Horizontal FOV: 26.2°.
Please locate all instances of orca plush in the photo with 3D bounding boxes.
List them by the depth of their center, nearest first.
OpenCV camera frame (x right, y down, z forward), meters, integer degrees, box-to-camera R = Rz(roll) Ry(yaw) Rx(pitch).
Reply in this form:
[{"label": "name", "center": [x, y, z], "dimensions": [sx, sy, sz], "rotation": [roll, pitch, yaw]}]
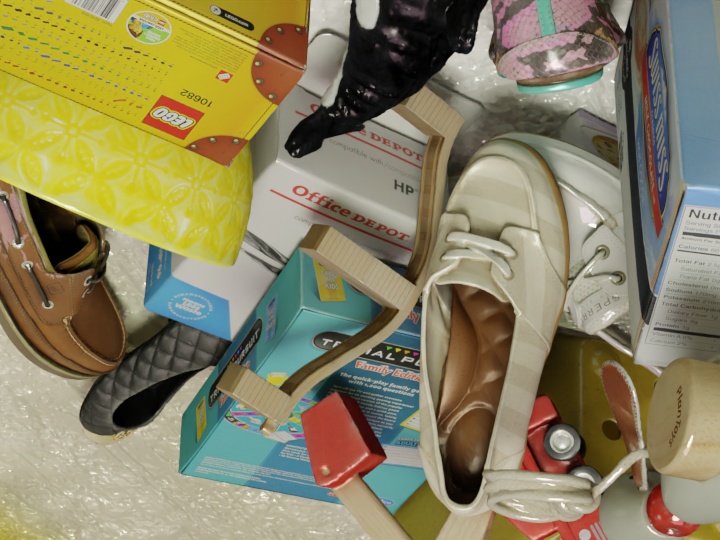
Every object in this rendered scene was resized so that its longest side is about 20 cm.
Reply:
[{"label": "orca plush", "center": [0.024, -0.125, 0.738], "dimensions": [0.105, 0.071, 0.200], "rotation": [17, 124, -37]}]

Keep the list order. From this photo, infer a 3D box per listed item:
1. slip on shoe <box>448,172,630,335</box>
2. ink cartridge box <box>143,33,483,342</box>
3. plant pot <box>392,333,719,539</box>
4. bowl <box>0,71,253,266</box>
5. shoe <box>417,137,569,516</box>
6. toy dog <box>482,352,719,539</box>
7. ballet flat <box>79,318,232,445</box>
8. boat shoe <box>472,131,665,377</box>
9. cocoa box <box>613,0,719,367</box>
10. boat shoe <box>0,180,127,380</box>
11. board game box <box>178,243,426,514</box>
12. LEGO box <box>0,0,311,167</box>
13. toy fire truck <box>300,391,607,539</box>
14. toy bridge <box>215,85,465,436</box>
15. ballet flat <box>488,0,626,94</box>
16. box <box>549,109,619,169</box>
[{"label": "slip on shoe", "center": [0.132, -0.005, 0.927], "dimensions": [0.200, 0.061, 0.074], "rotation": [22, 118, -5]}, {"label": "ink cartridge box", "center": [-0.028, -0.034, 0.891], "dimensions": [0.116, 0.068, 0.200], "rotation": [22, 137, -25]}, {"label": "plant pot", "center": [0.144, 0.143, 0.983], "dimensions": [0.194, 0.196, 0.200], "rotation": [16, 147, -16]}, {"label": "bowl", "center": [-0.131, -0.091, 0.775], "dimensions": [0.200, 0.200, 0.108], "rotation": [24, 94, -25]}, {"label": "shoe", "center": [0.067, 0.030, 0.800], "dimensions": [0.070, 0.200, 0.053], "rotation": [6, 180, 18]}, {"label": "toy dog", "center": [0.156, 0.067, 0.696], "dimensions": [0.132, 0.096, 0.200], "rotation": [23, 156, -25]}, {"label": "ballet flat", "center": [-0.130, 0.075, 1.026], "dimensions": [0.066, 0.057, 0.200], "rotation": [-20, 166, -45]}, {"label": "boat shoe", "center": [0.139, 0.003, 0.848], "dimensions": [0.200, 0.069, 0.071], "rotation": [37, 135, -12]}, {"label": "cocoa box", "center": [0.199, -0.066, 0.734], "dimensions": [0.133, 0.200, 0.131], "rotation": [4, 141, 1]}, {"label": "boat shoe", "center": [-0.187, -0.001, 0.936], "dimensions": [0.068, 0.072, 0.200], "rotation": [-13, 140, 19]}, {"label": "board game box", "center": [-0.006, 0.073, 0.936], "dimensions": [0.151, 0.047, 0.200], "rotation": [14, 140, -21]}, {"label": "LEGO box", "center": [-0.121, -0.156, 0.678], "dimensions": [0.200, 0.149, 0.077], "rotation": [23, 137, -23]}, {"label": "toy fire truck", "center": [0.067, 0.140, 0.849], "dimensions": [0.141, 0.200, 0.049], "rotation": [-28, 165, 6]}, {"label": "toy bridge", "center": [0.000, 0.000, 0.820], "dimensions": [0.067, 0.200, 0.027], "rotation": [35, 169, -24]}, {"label": "ballet flat", "center": [0.090, -0.123, 0.733], "dimensions": [0.069, 0.200, 0.071], "rotation": [-7, 98, 8]}, {"label": "box", "center": [0.195, -0.032, 0.906], "dimensions": [0.200, 0.041, 0.039], "rotation": [24, 137, -23]}]
